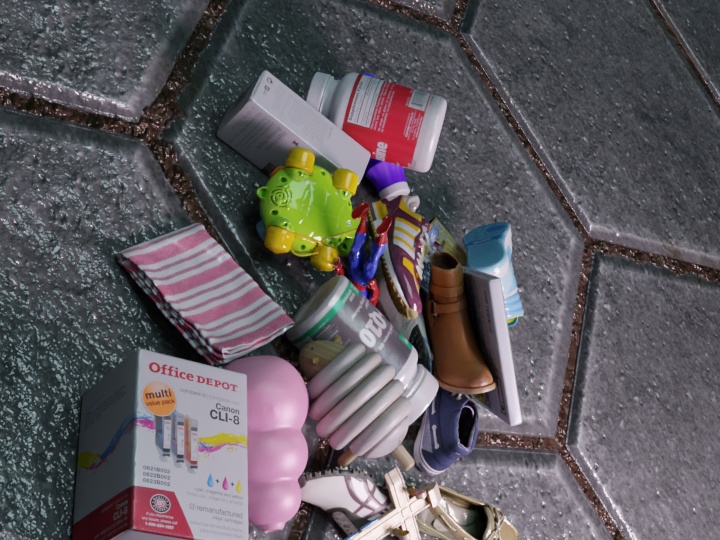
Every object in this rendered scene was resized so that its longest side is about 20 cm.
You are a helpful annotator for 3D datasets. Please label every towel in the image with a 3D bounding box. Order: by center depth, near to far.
[{"bbox_3d":[-0.191,0.022,1.453,0.200,0.030,0.146,45,38,16],"label":"towel"}]

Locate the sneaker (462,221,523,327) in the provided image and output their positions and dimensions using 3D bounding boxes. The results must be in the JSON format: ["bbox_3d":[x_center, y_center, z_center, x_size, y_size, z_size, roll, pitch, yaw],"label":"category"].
[{"bbox_3d":[0.206,0.012,1.789,0.200,0.078,0.132,-66,142,-64],"label":"sneaker"}]

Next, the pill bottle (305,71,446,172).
[{"bbox_3d":[0.020,-0.222,1.703,0.197,0.113,0.113,16,49,4],"label":"pill bottle"}]

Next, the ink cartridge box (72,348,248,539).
[{"bbox_3d":[-0.217,0.213,1.271,0.144,0.144,0.203,17,54,-33],"label":"ink cartridge box"}]

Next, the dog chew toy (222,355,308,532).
[{"bbox_3d":[-0.117,0.208,1.390,0.123,0.124,0.203,5,70,-40],"label":"dog chew toy"}]

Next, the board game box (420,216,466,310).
[{"bbox_3d":[0.141,0.034,1.786,0.201,0.034,0.136,50,43,-7],"label":"board game box"}]

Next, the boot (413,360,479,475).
[{"bbox_3d":[0.134,0.189,1.644,0.072,0.090,0.202,31,47,-23],"label":"boot"}]

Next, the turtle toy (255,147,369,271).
[{"bbox_3d":[-0.064,-0.074,1.613,0.198,0.101,0.148,22,78,-31],"label":"turtle toy"}]

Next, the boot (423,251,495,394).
[{"bbox_3d":[0.131,0.072,1.615,0.072,0.200,0.157,-7,112,-18],"label":"boot"}]

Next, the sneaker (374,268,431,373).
[{"bbox_3d":[0.064,0.093,1.661,0.072,0.071,0.203,31,47,-70],"label":"sneaker"}]

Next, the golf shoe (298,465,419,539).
[{"bbox_3d":[-0.004,0.299,1.467,0.198,0.077,0.090,18,63,-32],"label":"golf shoe"}]

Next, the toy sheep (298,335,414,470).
[{"bbox_3d":[-0.003,0.168,1.447,0.200,0.138,0.138,46,43,3],"label":"toy sheep"}]

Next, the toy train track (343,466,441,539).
[{"bbox_3d":[0.030,0.322,1.440,0.198,0.032,0.116,-27,108,-31],"label":"toy train track"}]

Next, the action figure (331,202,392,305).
[{"bbox_3d":[0.000,0.000,1.575,0.065,0.202,0.052,27,52,15],"label":"action figure"}]

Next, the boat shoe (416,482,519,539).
[{"bbox_3d":[0.149,0.341,1.586,0.199,0.063,0.074,31,48,-25],"label":"boat shoe"}]

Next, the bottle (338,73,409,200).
[{"bbox_3d":[0.020,-0.203,1.796,0.083,0.065,0.203,-9,72,-38],"label":"bottle"}]

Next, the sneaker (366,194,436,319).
[{"bbox_3d":[0.069,-0.027,1.621,0.089,0.075,0.202,-15,56,-4],"label":"sneaker"}]

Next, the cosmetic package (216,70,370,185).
[{"bbox_3d":[-0.094,-0.179,1.654,0.199,0.101,0.075,37,47,-18],"label":"cosmetic package"}]

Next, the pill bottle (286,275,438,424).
[{"bbox_3d":[0.005,0.114,1.556,0.200,0.113,0.114,46,44,-12],"label":"pill bottle"}]

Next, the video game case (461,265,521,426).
[{"bbox_3d":[0.176,0.101,1.642,0.022,0.182,0.204,-11,97,-10],"label":"video game case"}]
